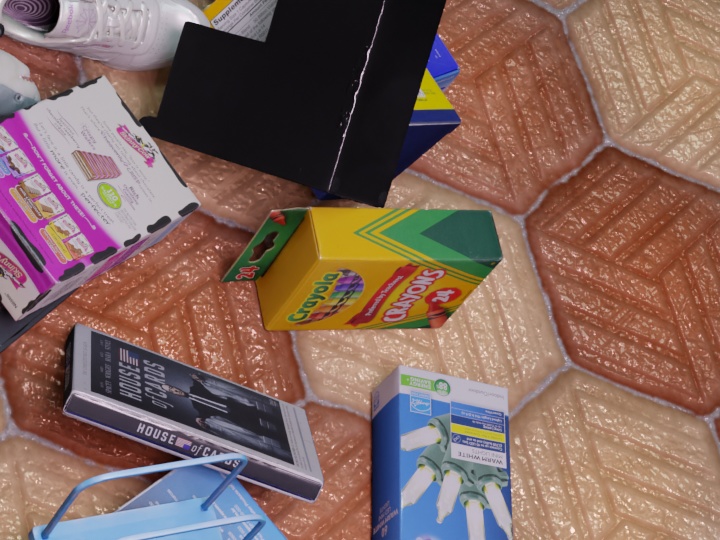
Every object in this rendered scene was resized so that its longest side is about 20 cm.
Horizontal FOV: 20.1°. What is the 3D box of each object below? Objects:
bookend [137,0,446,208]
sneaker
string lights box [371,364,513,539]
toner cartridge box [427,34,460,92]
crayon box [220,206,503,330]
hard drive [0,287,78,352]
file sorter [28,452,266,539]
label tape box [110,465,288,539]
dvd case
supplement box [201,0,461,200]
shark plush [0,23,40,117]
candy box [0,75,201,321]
[{"bbox_3d":[-0.055,-0.174,1.638,0.092,0.200,0.199,12,95,-60],"label":"bookend"},{"bbox_3d":[-0.220,-0.202,1.684,0.199,0.100,0.075,6,103,-16],"label":"sneaker"},{"bbox_3d":[0.065,0.185,1.624,0.102,0.059,0.201,12,57,-21],"label":"string lights box"},{"bbox_3d":[-0.003,-0.238,1.851,0.095,0.043,0.200,-23,73,-33],"label":"toner cartridge box"},{"bbox_3d":[0.000,0.000,1.661,0.199,0.127,0.051,0,62,-25],"label":"crayon box"},{"bbox_3d":[-0.328,-0.023,1.551,0.200,0.033,0.140,50,53,-4],"label":"hard drive"},{"bbox_3d":[-0.123,0.239,1.384,0.138,0.123,0.201,-7,66,-28],"label":"file sorter"},{"bbox_3d":[-0.145,0.243,1.486,0.200,0.066,0.143,-35,80,-34],"label":"label tape box"},{"bbox_3d":[-0.129,0.107,1.542,0.199,0.025,0.150,22,13,-14],"label":"dvd case"},{"bbox_3d":[-0.026,-0.173,1.739,0.200,0.109,0.109,57,26,12],"label":"supplement box"},{"bbox_3d":[-0.350,-0.139,1.611,0.200,0.091,0.084,-22,103,-39],"label":"shark plush"},{"bbox_3d":[-0.232,-0.060,1.579,0.137,0.061,0.200,53,36,3],"label":"candy box"}]
